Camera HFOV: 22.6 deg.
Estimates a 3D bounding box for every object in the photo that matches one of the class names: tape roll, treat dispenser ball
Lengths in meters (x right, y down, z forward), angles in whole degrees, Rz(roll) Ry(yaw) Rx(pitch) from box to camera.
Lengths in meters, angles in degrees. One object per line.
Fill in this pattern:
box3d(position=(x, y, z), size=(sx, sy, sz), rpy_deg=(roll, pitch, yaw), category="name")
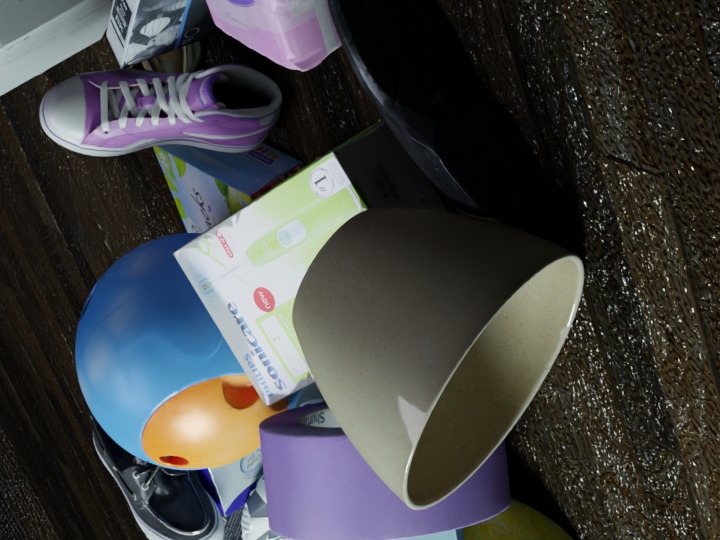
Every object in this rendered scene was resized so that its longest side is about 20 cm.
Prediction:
box3d(position=(0.020, 0.154, 1.447), size=(0.200, 0.198, 0.086), rpy_deg=(5, 102, 65), category="tape roll")
box3d(position=(-0.144, 0.069, 1.536), size=(0.201, 0.200, 0.202), rpy_deg=(46, 157, 26), category="treat dispenser ball")

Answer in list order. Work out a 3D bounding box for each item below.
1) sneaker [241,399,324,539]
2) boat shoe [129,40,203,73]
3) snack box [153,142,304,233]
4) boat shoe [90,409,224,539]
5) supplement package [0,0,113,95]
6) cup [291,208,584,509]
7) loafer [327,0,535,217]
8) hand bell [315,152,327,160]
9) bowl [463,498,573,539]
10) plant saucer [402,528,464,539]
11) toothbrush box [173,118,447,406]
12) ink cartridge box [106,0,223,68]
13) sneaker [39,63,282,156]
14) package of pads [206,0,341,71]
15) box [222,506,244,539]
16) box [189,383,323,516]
box3d(position=(-0.037, 0.233, 1.654), size=(0.130, 0.079, 0.200), rpy_deg=(49, 121, 43), category="sneaker")
box3d(position=(-0.190, -0.170, 1.648), size=(0.072, 0.076, 0.201), rpy_deg=(47, 158, 23), category="boat shoe")
box3d(position=(-0.094, -0.027, 1.649), size=(0.168, 0.067, 0.201), rpy_deg=(29, 145, 47), category="snack box")
box3d(position=(-0.195, 0.185, 1.679), size=(0.200, 0.069, 0.067), rpy_deg=(48, 161, 41), category="boat shoe")
box3d(position=(-0.328, -0.277, 1.697), size=(0.151, 0.151, 0.200), rpy_deg=(57, 160, -1), category="supplement package")
box3d(position=(0.038, 0.037, 1.221), size=(0.143, 0.200, 0.201), rpy_deg=(35, 153, 21), category="cup")
box3d(position=(0.037, -0.118, 1.221), size=(0.201, 0.072, 0.072), rpy_deg=(58, 163, -1), category="loafer")
box3d(position=(0.000, 0.000, 1.491), size=(0.104, 0.103, 0.202), rpy_deg=(3, 111, 65), category="hand bell")
box3d(position=(0.097, 0.298, 1.510), size=(0.198, 0.108, 0.202), rpy_deg=(15, 124, 22), category="bowl")
box3d(position=(0.015, 0.228, 1.494), size=(0.199, 0.019, 0.071), rpy_deg=(-2, 105, 44), category="plant saucer")
box3d(position=(-0.026, -0.004, 1.390), size=(0.199, 0.086, 0.147), rpy_deg=(-28, 95, 42), category="toothbrush box")
box3d(position=(-0.142, -0.228, 1.420), size=(0.040, 0.099, 0.200), rpy_deg=(64, 162, 11), category="ink cartridge box")
box3d(position=(-0.162, -0.143, 1.483), size=(0.114, 0.198, 0.074), rpy_deg=(146, 120, -73), category="sneaker")
box3d(position=(-0.077, -0.250, 1.279), size=(0.120, 0.075, 0.201), rpy_deg=(30, 147, 46), category="package of pads")
box3d(position=(-0.035, 0.286, 1.819), size=(0.200, 0.147, 0.108), rpy_deg=(33, 106, 48), category="box")
box3d(position=(-0.123, 0.117, 1.763), size=(0.199, 0.183, 0.106), rpy_deg=(28, 144, 51), category="box")
